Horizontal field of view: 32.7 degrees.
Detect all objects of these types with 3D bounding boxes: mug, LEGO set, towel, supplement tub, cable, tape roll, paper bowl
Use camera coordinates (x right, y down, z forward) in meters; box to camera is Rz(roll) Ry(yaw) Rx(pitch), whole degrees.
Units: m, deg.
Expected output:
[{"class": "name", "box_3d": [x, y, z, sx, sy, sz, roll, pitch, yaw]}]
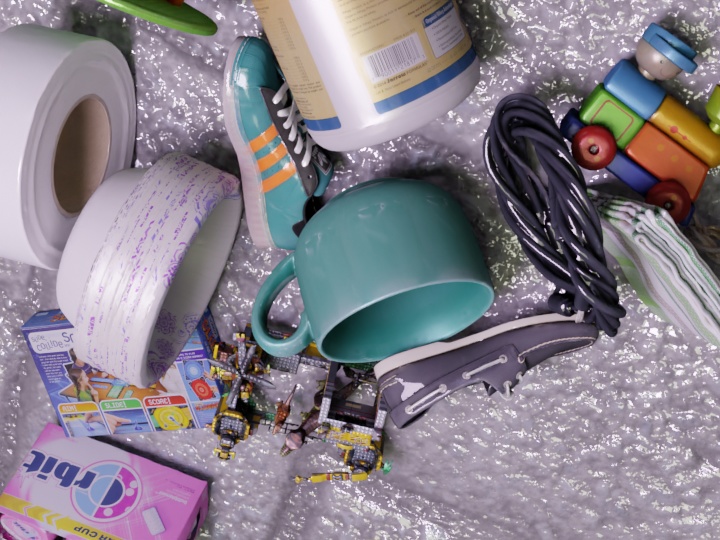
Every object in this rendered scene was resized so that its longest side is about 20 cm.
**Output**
[{"class": "mug", "box_3d": [0.008, -0.005, 1.012, 0.152, 0.184, 0.115, -50, 51, 52]}, {"class": "LEGO set", "box_3d": [-0.054, 0.138, 1.128, 0.199, 0.116, 0.154, 20, 119, -5]}, {"class": "towel", "box_3d": [0.226, 0.006, 0.934, 0.031, 0.200, 0.149, -39, 100, 0]}, {"class": "supplement tub", "box_3d": [-0.006, -0.207, 0.925, 0.144, 0.145, 0.201, -14, 112, 26]}, {"class": "cable", "box_3d": [0.147, -0.041, 0.957, 0.051, 0.163, 0.201, -21, 110, -1]}, {"class": "tape roll", "box_3d": [-0.266, -0.103, 1.043, 0.070, 0.203, 0.203, 13, 121, 12]}, {"class": "paper bowl", "box_3d": [-0.188, -0.008, 1.066, 0.104, 0.201, 0.201, 23, 122, 5]}]

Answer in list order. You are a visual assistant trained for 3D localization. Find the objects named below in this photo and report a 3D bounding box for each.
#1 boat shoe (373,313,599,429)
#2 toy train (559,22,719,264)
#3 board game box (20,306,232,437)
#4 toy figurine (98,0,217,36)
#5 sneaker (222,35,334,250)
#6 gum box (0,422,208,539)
[{"class": "boat shoe", "box_3d": [0.113, 0.087, 1.058, 0.199, 0.073, 0.063, -15, 70, 6]}, {"class": "toy train", "box_3d": [0.261, -0.089, 0.938, 0.200, 0.085, 0.116, 36, 110, -2]}, {"class": "board game box", "box_3d": [-0.230, 0.098, 1.236, 0.199, 0.034, 0.136, -6, 115, 22]}, {"class": "toy figurine", "box_3d": [-0.160, -0.304, 0.953, 0.150, 0.200, 0.185, 12, 108, -36]}, {"class": "sneaker", "box_3d": [-0.062, -0.107, 1.049, 0.080, 0.071, 0.201, 3, 126, 17]}, {"class": "gum box", "box_3d": [-0.262, 0.251, 1.277, 0.199, 0.114, 0.066, 18, 140, 10]}]
